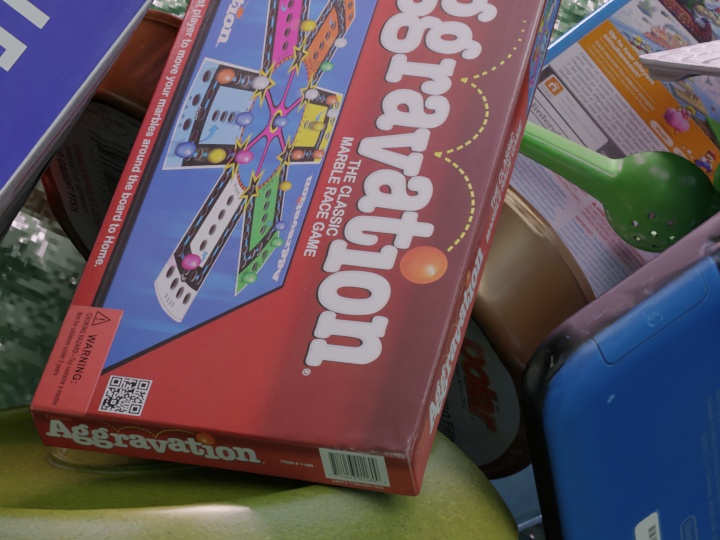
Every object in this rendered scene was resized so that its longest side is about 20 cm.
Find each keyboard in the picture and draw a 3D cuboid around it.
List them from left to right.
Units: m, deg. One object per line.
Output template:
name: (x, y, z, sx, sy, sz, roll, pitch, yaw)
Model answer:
keyboard: (0.175, -0.081, 0.991, 0.200, 0.056, 0.011, -15, 104, -47)

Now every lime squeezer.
lime squeezer: (0.111, -0.035, 0.962, 0.199, 0.038, 0.071, -3, 36, -27)

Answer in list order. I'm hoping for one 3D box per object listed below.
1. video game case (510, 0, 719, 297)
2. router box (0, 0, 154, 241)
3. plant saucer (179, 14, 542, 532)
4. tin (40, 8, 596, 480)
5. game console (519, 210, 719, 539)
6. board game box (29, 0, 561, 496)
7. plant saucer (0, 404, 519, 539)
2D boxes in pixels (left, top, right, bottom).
video game case: (0.118, -0.028, 0.987, 0.200, 0.018, 0.143, -38, 85, -35)
router box: (-0.142, 0.007, 0.780, 0.049, 0.180, 0.200, 36, 58, -4)
plant saucer: (0.000, 0.000, 0.936, 0.070, 0.019, 0.201, -21, 75, -29)
tin: (-0.018, -0.006, 0.850, 0.199, 0.112, 0.042, 26, 60, 29)
game console: (0.095, 0.017, 0.842, 0.170, 0.200, 0.118, -34, 51, -17)
board game box: (-0.010, -0.031, 0.783, 0.102, 0.019, 0.201, 7, 53, 14)
plant saucer: (-0.057, 0.061, 0.785, 0.199, 0.200, 0.031, -7, 99, -25)
